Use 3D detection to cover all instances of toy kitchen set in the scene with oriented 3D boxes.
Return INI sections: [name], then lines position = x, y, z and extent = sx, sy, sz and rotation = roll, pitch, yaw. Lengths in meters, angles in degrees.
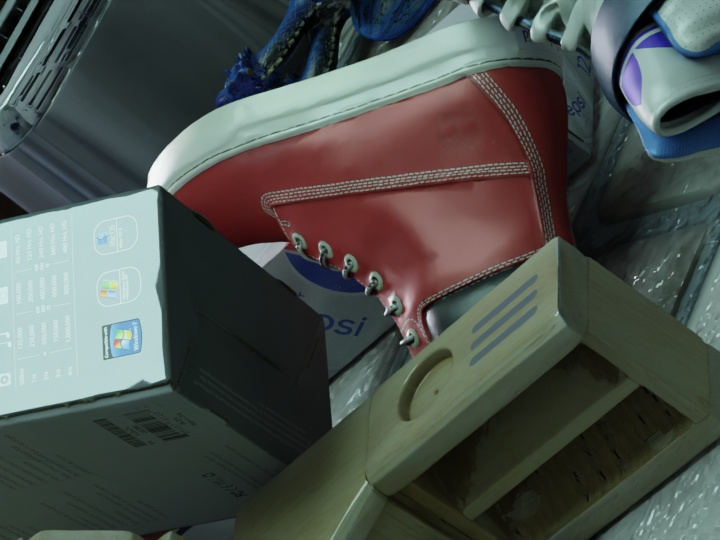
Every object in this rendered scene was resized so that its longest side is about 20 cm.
[toy kitchen set]
position = 0.000, 0.100, 0.949
extent = 0.180, 0.163, 0.200
rotation = -41, 26, 31

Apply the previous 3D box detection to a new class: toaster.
[toaster]
position = -0.123, -0.089, 1.509
extent = 0.114, 0.129, 0.200
rotation = -6, 53, 60

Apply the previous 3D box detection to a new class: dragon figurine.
[dragon figurine]
position = 0.006, -0.149, 1.426
extent = 0.200, 0.059, 0.100
rotation = -46, 24, 24

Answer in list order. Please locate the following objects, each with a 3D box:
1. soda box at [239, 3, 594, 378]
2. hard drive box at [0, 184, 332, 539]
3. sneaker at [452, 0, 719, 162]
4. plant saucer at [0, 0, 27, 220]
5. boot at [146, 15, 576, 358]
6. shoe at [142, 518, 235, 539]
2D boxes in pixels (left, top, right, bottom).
[soda box]
position = 0.010, -0.028, 1.241
extent = 0.200, 0.063, 0.068
rotation = -40, 27, 33
[hard drive box]
position = -0.129, 0.048, 1.078
extent = 0.199, 0.156, 0.077
rotation = -12, 68, 17
[sneaker]
position = 0.082, -0.100, 1.033
extent = 0.147, 0.199, 0.081
rotation = -80, 2, -59
[plant saucer]
position = -0.176, -0.094, 1.588
extent = 0.029, 0.200, 0.200
rotation = 13, 66, 31
[boot]
position = 0.000, 0.000, 1.141
extent = 0.200, 0.072, 0.145
rotation = -19, 73, 37
[shoe]
position = -0.130, 0.115, 1.188
extent = 0.200, 0.091, 0.071
rotation = -38, -2, -36
